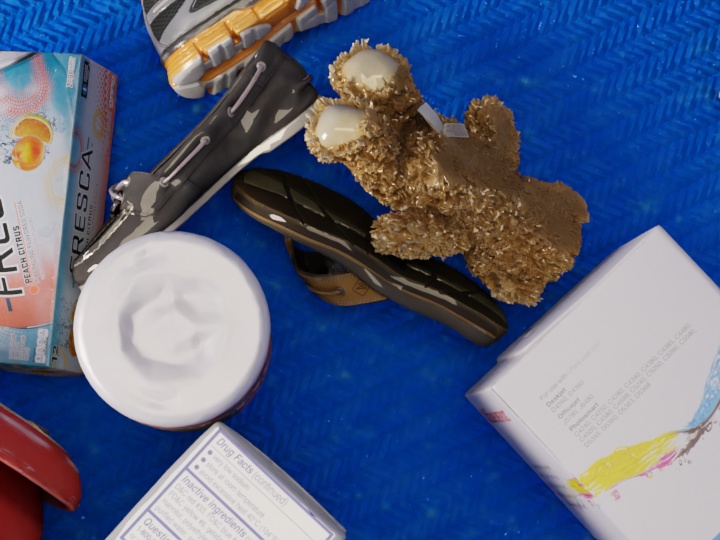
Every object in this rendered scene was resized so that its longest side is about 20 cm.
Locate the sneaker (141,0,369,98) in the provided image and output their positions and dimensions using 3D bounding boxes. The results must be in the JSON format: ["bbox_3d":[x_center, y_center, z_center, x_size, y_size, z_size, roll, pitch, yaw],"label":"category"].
[{"bbox_3d":[-0.053,-0.194,1.277,0.200,0.078,0.077,-32,69,-11],"label":"sneaker"}]

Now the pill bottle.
[{"bbox_3d":[-0.108,0.041,1.184,0.111,0.200,0.111,0,84,-2],"label":"pill bottle"}]

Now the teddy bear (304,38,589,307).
[{"bbox_3d":[0.049,-0.059,1.253,0.200,0.067,0.145,23,51,-26],"label":"teddy bear"}]

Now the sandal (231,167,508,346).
[{"bbox_3d":[0.000,0.000,1.267,0.200,0.082,0.055,30,110,-4],"label":"sandal"}]

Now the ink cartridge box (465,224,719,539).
[{"bbox_3d":[0.188,0.098,1.220,0.146,0.147,0.200,-43,88,-5],"label":"ink cartridge box"}]

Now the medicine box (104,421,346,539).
[{"bbox_3d":[-0.112,0.194,1.178,0.103,0.182,0.200,43,84,1],"label":"medicine box"}]

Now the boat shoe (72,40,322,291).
[{"bbox_3d":[-0.112,-0.067,1.239,0.200,0.067,0.057,-40,101,-13],"label":"boat shoe"}]

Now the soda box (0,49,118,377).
[{"bbox_3d":[-0.203,-0.035,1.248,0.063,0.068,0.200,3,83,14],"label":"soda box"}]

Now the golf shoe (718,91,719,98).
[{"bbox_3d":[0.285,-0.098,1.293,0.097,0.078,0.200,-3,78,14],"label":"golf shoe"}]

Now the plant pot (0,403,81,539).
[{"bbox_3d":[-0.282,0.150,1.171,0.200,0.200,0.183,29,76,0],"label":"plant pot"}]
